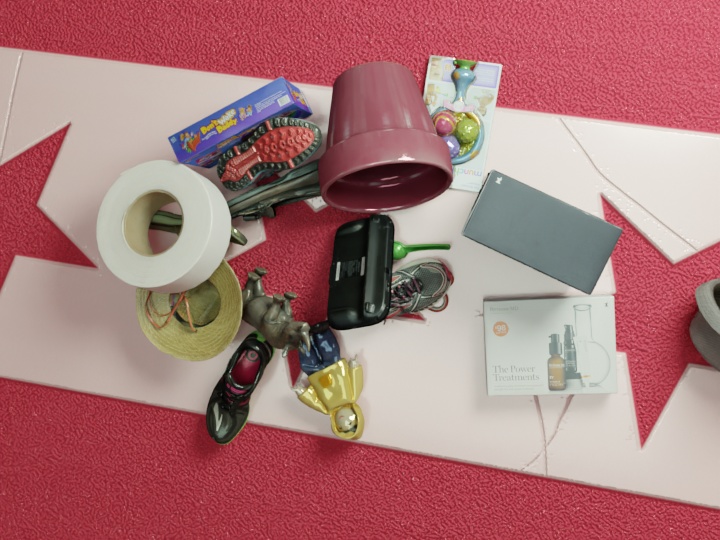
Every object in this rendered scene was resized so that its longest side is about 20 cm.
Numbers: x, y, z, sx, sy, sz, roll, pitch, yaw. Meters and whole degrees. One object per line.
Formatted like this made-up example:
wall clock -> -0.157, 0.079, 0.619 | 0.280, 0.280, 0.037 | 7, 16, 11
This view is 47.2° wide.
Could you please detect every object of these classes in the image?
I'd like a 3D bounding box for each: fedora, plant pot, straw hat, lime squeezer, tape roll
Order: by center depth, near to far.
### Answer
fedora -> 0.566, 0.101, 1.206 | 0.199, 0.177, 0.090 | 23, 127, -1
plant pot -> 0.030, -0.203, 1.241 | 0.199, 0.200, 0.180 | -10, 73, 9
tape roll -> -0.306, -0.068, 1.282 | 0.202, 0.071, 0.203 | -3, 80, 17
lime squeezer -> 0.042, -0.020, 1.306 | 0.199, 0.071, 0.038 | -22, 108, 7
straw hat -> -0.261, 0.049, 1.351 | 0.200, 0.085, 0.202 | 1, 92, 21

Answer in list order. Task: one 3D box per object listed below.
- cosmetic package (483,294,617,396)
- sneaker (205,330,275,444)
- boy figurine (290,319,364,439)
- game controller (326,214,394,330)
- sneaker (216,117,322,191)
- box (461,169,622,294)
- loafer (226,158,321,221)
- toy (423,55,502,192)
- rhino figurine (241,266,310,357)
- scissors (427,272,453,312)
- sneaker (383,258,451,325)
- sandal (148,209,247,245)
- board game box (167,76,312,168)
cosmetic package -> 0.294, 0.116, 1.287 | 0.199, 0.052, 0.151 | -3, 91, 9
sneaker -> -0.207, 0.192, 1.353 | 0.077, 0.084, 0.201 | 23, 97, 7
boy figurine -> -0.052, 0.186, 1.340 | 0.124, 0.064, 0.201 | -21, 88, 7
game controller -> 0.000, 0.000, 1.276 | 0.104, 0.042, 0.201 | -17, 50, 29
sneaker -> -0.133, -0.192, 1.292 | 0.200, 0.095, 0.080 | -17, 100, 34
box -> 0.258, -0.061, 1.211 | 0.200, 0.182, 0.104 | 25, 98, 6
loafer -> -0.137, -0.114, 1.330 | 0.200, 0.072, 0.063 | -25, 96, 8
toy -> 0.147, -0.230, 1.286 | 0.115, 0.047, 0.201 | 10, 95, 10
rhino figurine -> -0.133, 0.075, 1.305 | 0.200, 0.060, 0.088 | 37, 115, 42
scissors -> 0.051, 0.029, 1.338 | 0.199, 0.014, 0.073 | 2, 97, 10
sneaker -> 0.050, 0.045, 1.295 | 0.200, 0.075, 0.081 | -25, 91, 10
sandal -> -0.276, -0.057, 1.347 | 0.200, 0.080, 0.058 | 7, 73, 17
board game box -> -0.185, -0.228, 1.294 | 0.200, 0.134, 0.045 | -26, 89, 9
